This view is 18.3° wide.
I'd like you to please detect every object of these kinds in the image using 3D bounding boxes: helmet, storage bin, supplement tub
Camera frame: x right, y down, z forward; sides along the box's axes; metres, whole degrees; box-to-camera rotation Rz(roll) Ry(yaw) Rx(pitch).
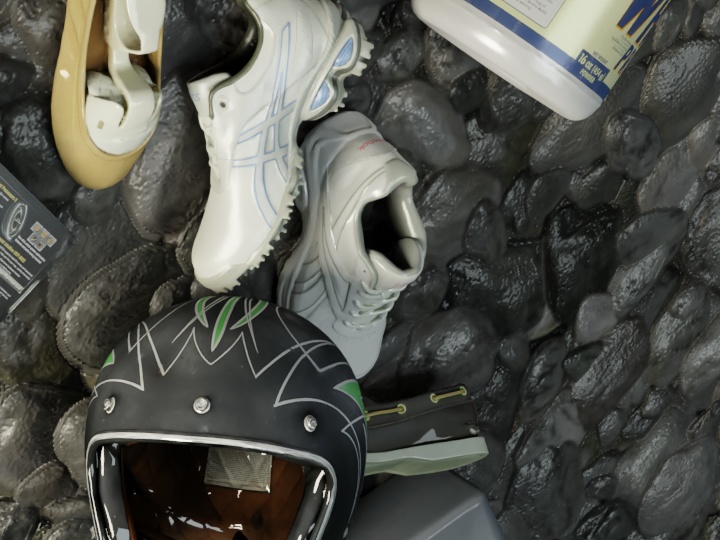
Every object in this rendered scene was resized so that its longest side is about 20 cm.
[{"bbox_3d":[-0.086,0.109,1.427,0.200,0.200,0.191,-11,113,-35],"label":"helmet"},{"bbox_3d":[0.034,0.245,1.672,0.200,0.145,0.135,-33,124,-20],"label":"storage bin"},{"bbox_3d":[0.141,-0.214,1.443,0.145,0.145,0.200,29,97,-47],"label":"supplement tub"}]

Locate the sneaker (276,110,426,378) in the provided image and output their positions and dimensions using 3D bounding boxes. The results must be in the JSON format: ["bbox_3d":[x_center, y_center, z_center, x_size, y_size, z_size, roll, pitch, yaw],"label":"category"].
[{"bbox_3d":[0.000,0.000,1.496,0.078,0.099,0.200,-21,129,-29],"label":"sneaker"}]

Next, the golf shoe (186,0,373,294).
[{"bbox_3d":[-0.077,-0.087,1.409,0.097,0.078,0.200,20,97,-29],"label":"golf shoe"}]

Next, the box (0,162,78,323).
[{"bbox_3d":[-0.279,-0.021,1.284,0.160,0.044,0.200,-48,137,-5],"label":"box"}]

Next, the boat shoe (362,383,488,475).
[{"bbox_3d":[-0.004,0.117,1.604,0.201,0.061,0.072,-2,163,-30],"label":"boat shoe"}]

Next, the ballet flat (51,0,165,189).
[{"bbox_3d":[-0.144,-0.126,1.317,0.069,0.063,0.200,-18,127,-31],"label":"ballet flat"}]
